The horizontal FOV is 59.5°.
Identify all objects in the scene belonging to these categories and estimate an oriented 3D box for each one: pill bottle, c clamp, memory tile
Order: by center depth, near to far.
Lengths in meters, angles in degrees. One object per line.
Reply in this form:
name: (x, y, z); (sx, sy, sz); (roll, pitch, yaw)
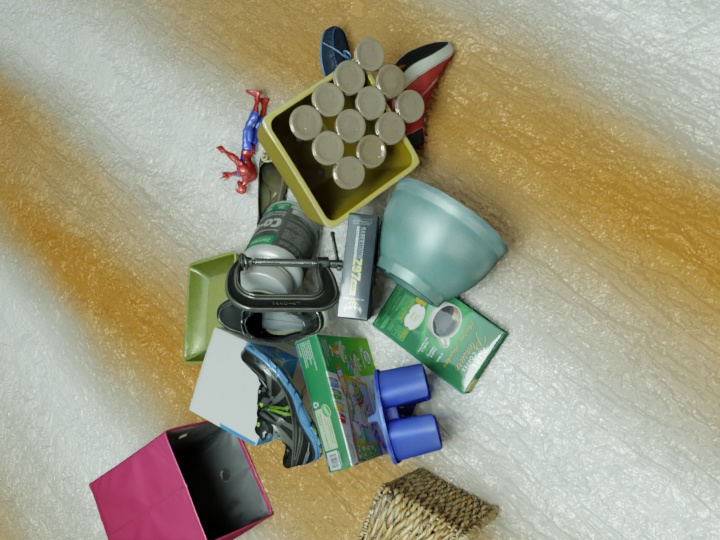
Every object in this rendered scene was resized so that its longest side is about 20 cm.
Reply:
memory tile: (-0.001, -0.238, 0.964); (0.153, 0.017, 0.200); (45, 77, -18)
c clamp: (-0.114, 0.006, 0.973); (0.027, 0.198, 0.172); (107, 152, -41)
pill bottle: (-0.143, -0.022, 1.089); (0.112, 0.114, 0.201); (-14, 35, 22)

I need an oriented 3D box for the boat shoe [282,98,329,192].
boat shoe: (-0.109, -0.217, 1.186); (0.073, 0.063, 0.203); (-15, 87, -21)

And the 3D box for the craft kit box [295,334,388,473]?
craft kit box: (-0.017, 0.206, 1.007); (0.048, 0.197, 0.202); (-21, 75, 17)

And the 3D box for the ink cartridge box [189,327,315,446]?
ink cartridge box: (-0.156, 0.189, 1.071); (0.146, 0.200, 0.146); (19, 93, 25)

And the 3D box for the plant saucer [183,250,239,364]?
plant saucer: (-0.267, 0.077, 1.189); (0.199, 0.048, 0.202); (-10, 76, 50)

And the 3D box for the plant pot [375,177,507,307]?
plant pot: (0.106, -0.029, 0.969); (0.199, 0.200, 0.135); (33, 85, 25)

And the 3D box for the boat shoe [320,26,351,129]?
boat shoe: (-0.020, -0.352, 1.157); (0.068, 0.084, 0.202); (-11, 92, 42)

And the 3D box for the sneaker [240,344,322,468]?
sneaker: (-0.124, 0.201, 0.916); (0.082, 0.071, 0.201); (-26, 100, -8)

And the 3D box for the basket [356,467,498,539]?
basket: (0.096, 0.397, 0.925); (0.148, 0.200, 0.144); (21, 91, 25)

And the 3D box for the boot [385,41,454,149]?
boot: (0.106, -0.297, 1.096); (0.072, 0.145, 0.200); (17, 53, 46)

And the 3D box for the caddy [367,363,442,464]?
caddy: (0.063, 0.222, 0.975); (0.104, 0.200, 0.143); (-13, 75, 5)

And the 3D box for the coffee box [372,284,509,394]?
coffee box: (0.129, 0.097, 1.039); (0.199, 0.044, 0.124); (34, 95, 25)

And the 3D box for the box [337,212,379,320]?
box: (0.000, 0.000, 1.024); (0.050, 0.200, 0.160); (7, 86, 3)

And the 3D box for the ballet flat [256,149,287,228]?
ballet flat: (-0.175, -0.150, 1.211); (0.067, 0.046, 0.202); (1, 83, 26)

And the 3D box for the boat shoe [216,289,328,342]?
boat shoe: (-0.150, 0.076, 0.971); (0.197, 0.066, 0.075); (7, 106, 23)

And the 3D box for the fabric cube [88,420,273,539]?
fabric cube: (-0.315, 0.405, 1.116); (0.199, 0.196, 0.201); (-35, 71, 18)

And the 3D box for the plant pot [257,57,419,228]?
plant pot: (-0.060, -0.204, 1.058); (0.194, 0.200, 0.196); (-37, 107, -15)

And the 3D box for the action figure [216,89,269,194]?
action figure: (-0.243, -0.251, 1.247); (0.098, 0.065, 0.202); (4, 83, 16)
